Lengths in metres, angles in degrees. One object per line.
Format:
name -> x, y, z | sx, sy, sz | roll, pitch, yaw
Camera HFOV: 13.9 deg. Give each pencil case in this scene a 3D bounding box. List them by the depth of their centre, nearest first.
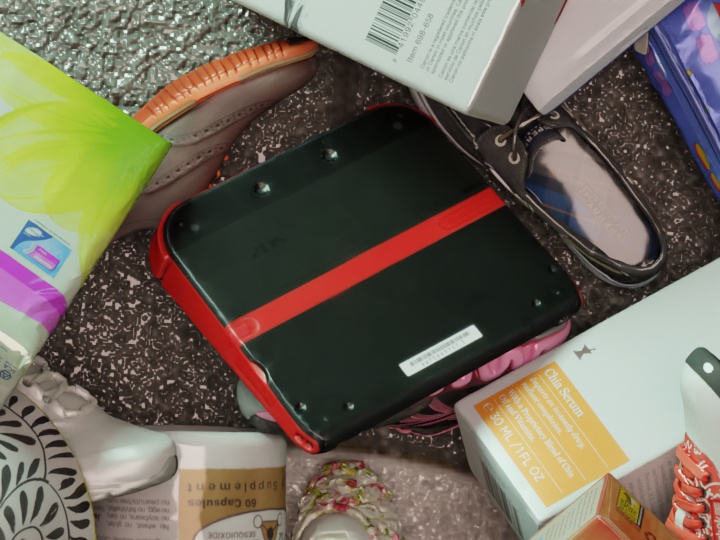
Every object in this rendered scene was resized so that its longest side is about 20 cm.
pencil case -> 0.216, -0.097, 1.722 | 0.087, 0.078, 0.200 | -27, 91, -41

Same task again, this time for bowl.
bowl -> -0.248, 0.145, 1.538 | 0.201, 0.094, 0.201 | 0, 89, 17

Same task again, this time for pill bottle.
pill bottle -> -0.100, 0.189, 1.673 | 0.114, 0.114, 0.200 | 1, 89, -5

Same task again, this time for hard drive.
hard drive -> 0.095, -0.208, 1.699 | 0.132, 0.025, 0.200 | -40, 75, 10

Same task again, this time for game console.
game console -> 0.000, 0.000, 1.666 | 0.200, 0.031, 0.177 | -28, 66, -27

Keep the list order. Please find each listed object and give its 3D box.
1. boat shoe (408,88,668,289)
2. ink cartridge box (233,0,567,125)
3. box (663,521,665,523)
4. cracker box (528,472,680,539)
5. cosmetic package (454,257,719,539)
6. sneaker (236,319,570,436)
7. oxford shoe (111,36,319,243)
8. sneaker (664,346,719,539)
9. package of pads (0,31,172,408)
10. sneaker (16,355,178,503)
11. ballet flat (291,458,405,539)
boat shoe -> 0.105, -0.067, 1.719 | 0.070, 0.066, 0.200 | -41, 93, -5
ink cartridge box -> 0.017, -0.190, 1.664 | 0.200, 0.084, 0.144 | 28, 96, 17
box -> 0.211, 0.205, 1.715 | 0.200, 0.086, 0.164 | -25, 92, -5
cracker box -> 0.109, 0.223, 1.596 | 0.134, 0.058, 0.200 | 44, 113, -8
cosmetic package -> 0.166, 0.080, 1.669 | 0.200, 0.071, 0.101 | -29, 52, -10
sneaker -> 0.024, 0.068, 1.691 | 0.200, 0.095, 0.079 | -12, 52, -19
oxford shoe -> -0.102, -0.068, 1.706 | 0.200, 0.071, 0.073 | -31, 101, 3
sneaker -> 0.190, 0.141, 1.604 | 0.108, 0.067, 0.201 | -31, 124, -1
package of pads -> -0.211, -0.038, 1.580 | 0.154, 0.068, 0.200 | 34, 43, -5
sneaker -> -0.192, 0.078, 1.608 | 0.200, 0.075, 0.087 | 11, 99, 19
ballet flat -> -0.011, 0.200, 1.679 | 0.076, 0.064, 0.200 | -6, 72, 16
